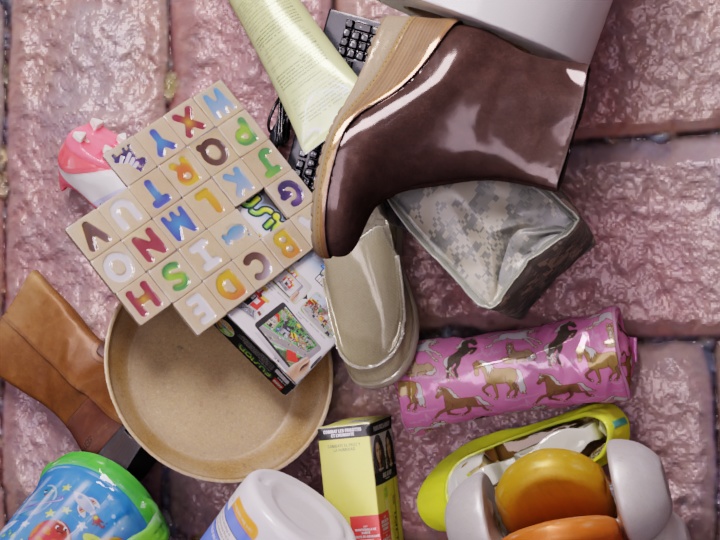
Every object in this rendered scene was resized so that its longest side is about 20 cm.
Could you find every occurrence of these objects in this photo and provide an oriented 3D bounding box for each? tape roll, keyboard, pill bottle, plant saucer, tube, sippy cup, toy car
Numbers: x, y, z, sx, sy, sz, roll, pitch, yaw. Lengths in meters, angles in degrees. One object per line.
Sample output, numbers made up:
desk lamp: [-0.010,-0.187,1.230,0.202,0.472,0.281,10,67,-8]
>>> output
tape roll: [0.108,-0.255,1.168,0.202,0.203,0.140,21,95,15]
keyboard: [-0.036,-0.126,1.293,0.103,0.040,0.201,16,94,15]
pill bottle: [-0.100,0.271,1.206,0.112,0.112,0.200,39,104,12]
plant saucer: [-0.122,0.084,1.257,0.199,0.035,0.202,8,68,-20]
tube: [-0.065,-0.199,1.279,0.201,0.052,0.058,59,143,19]
sippy cup: [-0.258,0.248,1.286,0.139,0.130,0.178,40,130,6]
toy car: [0.169,0.237,1.155,0.174,0.201,0.151,-17,41,13]

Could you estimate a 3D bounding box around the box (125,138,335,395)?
box: [-0.095,-0.004,1.261,0.200,0.035,0.110,45,60,0]

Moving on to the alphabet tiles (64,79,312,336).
alphabet tiles: [-0.138,-0.047,1.236,0.200,0.008,0.167,-38,87,-30]

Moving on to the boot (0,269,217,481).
boot: [-0.229,0.065,1.351,0.200,0.068,0.189,39,105,22]

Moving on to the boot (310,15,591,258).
boot: [0.064,-0.084,1.078,0.165,0.072,0.201,19,82,13]

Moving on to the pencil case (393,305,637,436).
pencil case: [0.127,0.083,1.220,0.199,0.087,0.083,-11,123,15]

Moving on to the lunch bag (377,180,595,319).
lunch bag: [0.081,-0.065,1.194,0.118,0.164,0.200,-44,78,6]

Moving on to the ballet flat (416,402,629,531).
ballet flat: [0.129,0.162,1.232,0.199,0.067,0.067,-26,82,15]

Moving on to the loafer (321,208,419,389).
loafer: [0.000,0.000,1.226,0.075,0.068,0.201,-17,60,21]

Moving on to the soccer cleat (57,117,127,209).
soccer cleat: [-0.185,-0.060,1.332,0.199,0.067,0.077,32,130,8]

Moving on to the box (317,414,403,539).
box: [0.006,0.227,1.265,0.050,0.075,0.202,-6,87,16]
